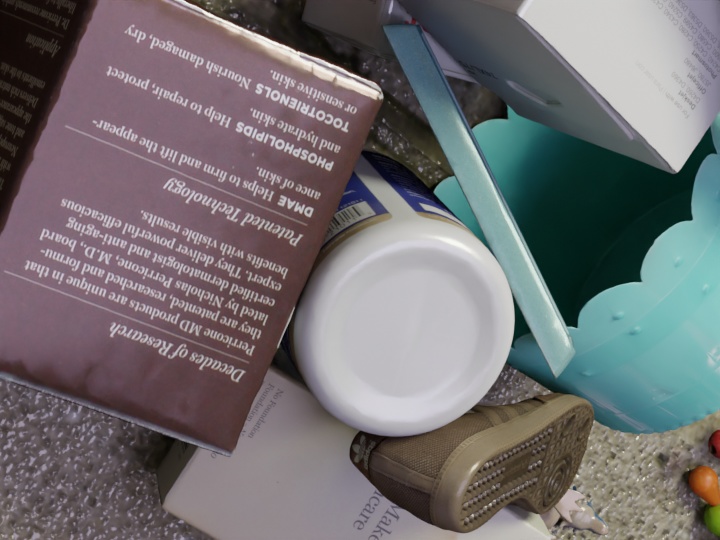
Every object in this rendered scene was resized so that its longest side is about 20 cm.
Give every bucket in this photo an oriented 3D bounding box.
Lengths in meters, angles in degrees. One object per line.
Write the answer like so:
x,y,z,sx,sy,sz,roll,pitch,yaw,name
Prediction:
0.151,-0.014,1.407,0.135,0.207,0.207,40,82,-36,bucket

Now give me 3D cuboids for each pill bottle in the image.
0.000,0.000,1.303,0.115,0.200,0.116,-5,111,-13,pill bottle

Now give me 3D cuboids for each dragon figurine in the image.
0.074,0.120,1.481,0.200,0.099,0.059,37,85,-15,dragon figurine

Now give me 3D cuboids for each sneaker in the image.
0.065,0.091,1.326,0.200,0.075,0.071,-3,115,-66,sneaker

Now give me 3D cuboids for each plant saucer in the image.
0.064,-0.040,1.273,0.019,0.070,0.201,-25,93,6,plant saucer

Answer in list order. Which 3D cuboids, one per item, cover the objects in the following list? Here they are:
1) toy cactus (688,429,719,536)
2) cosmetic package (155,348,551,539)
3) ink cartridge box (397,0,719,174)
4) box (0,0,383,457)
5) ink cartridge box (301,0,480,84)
0.306,0.154,1.628,0.165,0.102,0.200,-39,113,-28,toy cactus
-0.005,0.131,1.380,0.200,0.073,0.104,31,96,-12,cosmetic package
0.137,-0.182,1.271,0.146,0.147,0.200,40,82,-36,ink cartridge box
-0.122,-0.041,1.234,0.164,0.166,0.201,21,93,-27,box
0.069,-0.208,1.361,0.144,0.084,0.201,11,98,-35,ink cartridge box
